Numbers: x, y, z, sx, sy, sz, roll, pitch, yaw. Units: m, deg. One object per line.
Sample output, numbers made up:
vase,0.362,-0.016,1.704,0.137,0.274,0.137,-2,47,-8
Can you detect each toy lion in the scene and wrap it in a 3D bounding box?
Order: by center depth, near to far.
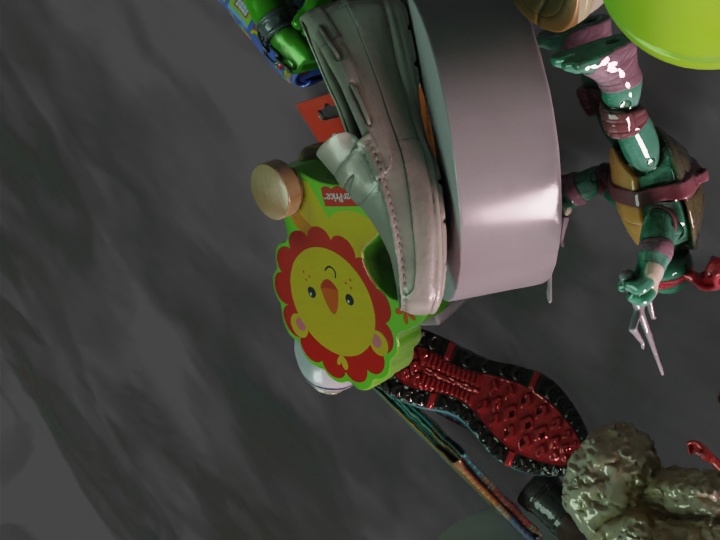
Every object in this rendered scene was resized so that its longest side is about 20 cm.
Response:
toy lion,0.000,0.000,1.140,0.199,0.068,0.194,2,111,49

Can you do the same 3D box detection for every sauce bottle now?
sauce bottle,0.215,0.246,1.233,0.200,0.066,0.066,41,153,20

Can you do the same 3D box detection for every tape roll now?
tape roll,0.068,-0.085,0.939,0.200,0.065,0.203,171,90,-83

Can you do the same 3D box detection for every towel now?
towel,0.075,0.155,1.314,0.147,0.022,0.200,47,176,-36

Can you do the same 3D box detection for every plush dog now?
plush dog,0.252,0.169,0.944,0.201,0.171,0.160,55,175,-17

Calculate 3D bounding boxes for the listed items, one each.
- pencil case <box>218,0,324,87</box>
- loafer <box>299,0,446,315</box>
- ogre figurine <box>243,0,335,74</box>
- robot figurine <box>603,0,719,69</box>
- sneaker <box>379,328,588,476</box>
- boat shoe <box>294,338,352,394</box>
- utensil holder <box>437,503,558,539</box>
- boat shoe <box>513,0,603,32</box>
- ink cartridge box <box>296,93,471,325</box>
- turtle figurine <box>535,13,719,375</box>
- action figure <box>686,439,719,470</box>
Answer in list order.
pencil case,-0.082,-0.224,1.109,0.200,0.078,0.087,46,126,14
loafer,0.008,-0.069,0.892,0.070,0.069,0.202,106,153,-75
ogre figurine,-0.049,-0.244,1.002,0.120,0.098,0.201,40,151,26
robot figurine,0.163,-0.166,0.678,0.173,0.117,0.200,5,165,13
sneaker,0.111,0.105,1.245,0.199,0.080,0.095,30,-175,18
boat shoe,-0.023,0.067,1.308,0.200,0.071,0.063,-85,7,-69
utensil holder,0.150,0.340,1.353,0.169,0.169,0.201,25,142,45
boat shoe,0.119,-0.228,0.771,0.074,0.066,0.202,35,137,34
ink cartridge box,0.005,-0.049,1.225,0.201,0.050,0.109,58,155,-14
turtle figurine,0.159,-0.048,0.895,0.150,0.100,0.202,33,143,65
action figure,0.234,0.166,1.090,0.099,0.065,0.199,51,157,-18
